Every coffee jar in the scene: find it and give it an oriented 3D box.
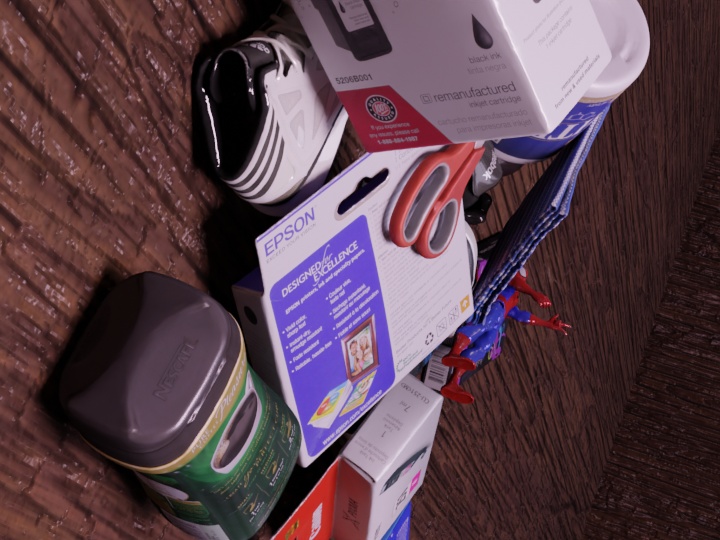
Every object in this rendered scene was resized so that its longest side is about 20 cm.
[{"bbox_3d":[-0.102,0.085,0.790,0.105,0.085,0.200,-62,159,-20],"label":"coffee jar"}]

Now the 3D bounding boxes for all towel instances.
[{"bbox_3d":[0.158,-0.047,1.204,0.145,0.024,0.200,-61,-178,-37],"label":"towel"}]

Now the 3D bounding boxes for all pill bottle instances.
[{"bbox_3d":[0.147,-0.161,1.139,0.120,0.119,0.200,-63,-173,-27],"label":"pill bottle"}]

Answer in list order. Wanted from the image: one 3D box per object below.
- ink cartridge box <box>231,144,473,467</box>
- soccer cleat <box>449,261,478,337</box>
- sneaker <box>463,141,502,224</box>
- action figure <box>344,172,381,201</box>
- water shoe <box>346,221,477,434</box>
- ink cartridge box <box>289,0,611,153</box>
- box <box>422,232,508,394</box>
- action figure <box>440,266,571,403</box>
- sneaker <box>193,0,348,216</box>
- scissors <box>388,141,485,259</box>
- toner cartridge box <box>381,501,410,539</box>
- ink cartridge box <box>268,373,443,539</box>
[{"bbox_3d":[0.000,0.000,0.918,0.198,0.043,0.202,-39,138,-33],"label":"ink cartridge box"},{"bbox_3d":[0.069,0.015,1.231,0.200,0.068,0.086,35,69,-74],"label":"soccer cleat"},{"bbox_3d":[0.075,-0.104,1.113,0.201,0.090,0.067,77,35,-55],"label":"sneaker"},{"bbox_3d":[-0.012,0.023,1.022,0.130,0.069,0.202,1,109,-77],"label":"action figure"},{"bbox_3d":[0.040,0.048,1.110,0.079,0.071,0.202,-61,175,-78],"label":"water shoe"},{"bbox_3d":[0.030,-0.175,0.740,0.083,0.144,0.201,-48,121,-34],"label":"ink cartridge box"},{"bbox_3d":[0.127,0.042,1.458,0.200,0.036,0.145,-21,125,-65],"label":"box"},{"bbox_3d":[0.155,0.057,1.349,0.201,0.098,0.066,-59,157,-50],"label":"action figure"},{"bbox_3d":[-0.035,-0.136,0.809,0.203,0.075,0.115,-70,162,-2],"label":"sneaker"},{"bbox_3d":[0.081,-0.096,0.921,0.201,0.014,0.073,-60,143,-8],"label":"scissors"},{"bbox_3d":[0.010,0.324,1.352,0.095,0.043,0.202,-52,152,-48],"label":"toner cartridge box"},{"bbox_3d":[-0.006,0.195,1.098,0.174,0.043,0.201,-51,164,-25],"label":"ink cartridge box"}]
